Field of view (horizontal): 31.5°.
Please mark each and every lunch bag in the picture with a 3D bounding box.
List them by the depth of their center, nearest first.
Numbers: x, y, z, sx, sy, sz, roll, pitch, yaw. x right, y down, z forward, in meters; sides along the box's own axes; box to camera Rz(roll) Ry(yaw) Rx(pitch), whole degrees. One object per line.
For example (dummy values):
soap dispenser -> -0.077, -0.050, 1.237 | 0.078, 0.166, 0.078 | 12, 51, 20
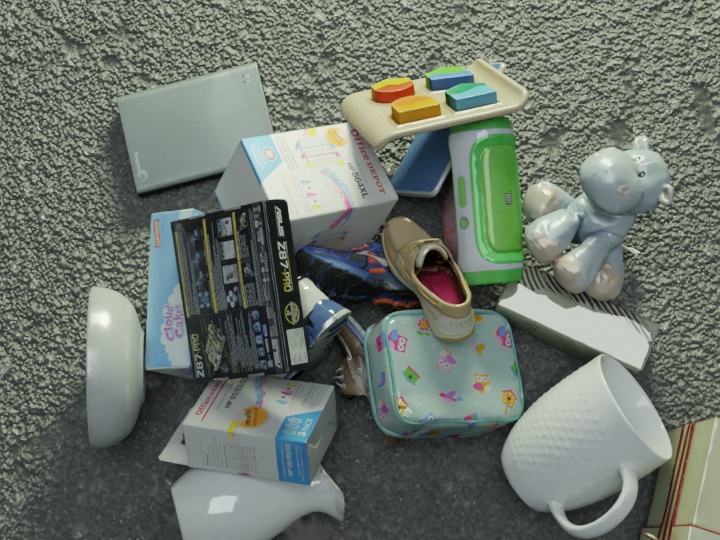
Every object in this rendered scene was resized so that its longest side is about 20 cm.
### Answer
lunch bag -> 0.104, 0.123, 1.589 | 0.198, 0.077, 0.162 | 1, 67, -29

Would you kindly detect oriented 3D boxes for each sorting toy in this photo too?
sorting toy -> 0.086, -0.215, 1.585 | 0.198, 0.185, 0.037 | -18, 116, -9

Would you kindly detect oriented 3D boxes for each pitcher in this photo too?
pitcher -> -0.137, 0.260, 1.593 | 0.198, 0.122, 0.172 | -15, 56, -11

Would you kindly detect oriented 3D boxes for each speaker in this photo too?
speaker -> 0.155, -0.085, 1.576 | 0.088, 0.088, 0.202 | -5, 90, 1

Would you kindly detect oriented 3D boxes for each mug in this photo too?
mug -> 0.268, 0.228, 1.536 | 0.175, 0.147, 0.201 | -37, 38, 21

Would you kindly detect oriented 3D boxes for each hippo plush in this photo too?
hippo plush -> 0.313, -0.065, 1.559 | 0.199, 0.161, 0.160 | 2, 60, -33

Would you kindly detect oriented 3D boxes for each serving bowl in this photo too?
serving bowl -> -0.300, 0.120, 1.582 | 0.065, 0.200, 0.202 | -1, 77, -6

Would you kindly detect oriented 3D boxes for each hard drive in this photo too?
hard drive -> -0.219, -0.190, 1.728 | 0.198, 0.033, 0.141 | -15, 78, -1

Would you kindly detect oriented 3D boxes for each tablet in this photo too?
tablet -> 0.112, -0.184, 1.675 | 0.014, 0.130, 0.201 | 33, 79, -26

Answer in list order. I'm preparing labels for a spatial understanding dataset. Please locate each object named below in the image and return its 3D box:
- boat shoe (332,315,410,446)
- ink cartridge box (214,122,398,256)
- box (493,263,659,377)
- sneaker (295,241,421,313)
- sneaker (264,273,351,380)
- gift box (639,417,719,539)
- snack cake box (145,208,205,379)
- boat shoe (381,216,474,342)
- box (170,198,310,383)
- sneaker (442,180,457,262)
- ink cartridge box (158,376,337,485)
boat shoe -> 0.003, 0.134, 1.628 | 0.072, 0.072, 0.200 | -37, 79, -4
ink cartridge box -> -0.059, -0.096, 1.618 | 0.199, 0.125, 0.129 | -14, 66, -30
box -> 0.272, 0.065, 1.629 | 0.199, 0.082, 0.069 | 25, 78, 6
sneaker -> 0.000, 0.000, 1.632 | 0.199, 0.075, 0.079 | 16, 49, -34
sneaker -> -0.091, 0.063, 1.592 | 0.080, 0.200, 0.115 | -29, 74, -39
gift box -> 0.429, 0.291, 1.524 | 0.198, 0.185, 0.188 | 15, 75, 1
snack cake box -> -0.214, 0.033, 1.630 | 0.067, 0.115, 0.202 | -5, 77, 23
boat shoe -> 0.087, -0.005, 1.570 | 0.073, 0.070, 0.201 | -18, 51, -19
box -> -0.144, 0.027, 1.516 | 0.160, 0.049, 0.202 | -11, 88, 37
sneaker -> 0.153, -0.111, 1.660 | 0.075, 0.105, 0.202 | 11, 79, 1
ink cartridge box -> -0.139, 0.186, 1.554 | 0.198, 0.115, 0.068 | 6, 122, 16
